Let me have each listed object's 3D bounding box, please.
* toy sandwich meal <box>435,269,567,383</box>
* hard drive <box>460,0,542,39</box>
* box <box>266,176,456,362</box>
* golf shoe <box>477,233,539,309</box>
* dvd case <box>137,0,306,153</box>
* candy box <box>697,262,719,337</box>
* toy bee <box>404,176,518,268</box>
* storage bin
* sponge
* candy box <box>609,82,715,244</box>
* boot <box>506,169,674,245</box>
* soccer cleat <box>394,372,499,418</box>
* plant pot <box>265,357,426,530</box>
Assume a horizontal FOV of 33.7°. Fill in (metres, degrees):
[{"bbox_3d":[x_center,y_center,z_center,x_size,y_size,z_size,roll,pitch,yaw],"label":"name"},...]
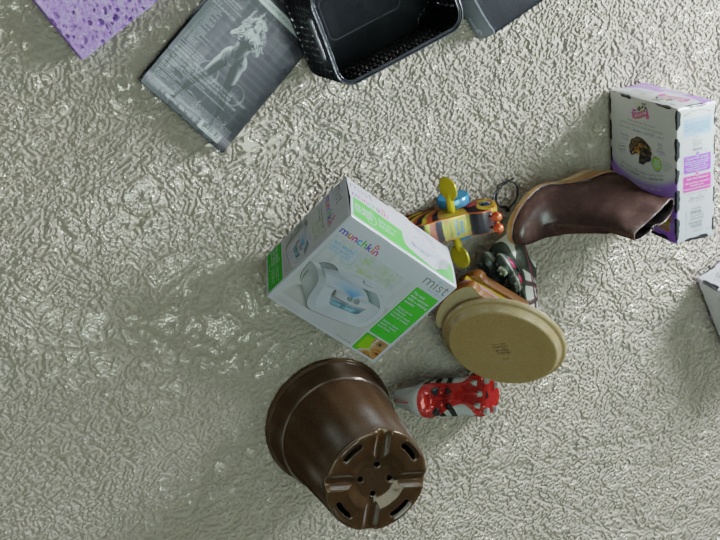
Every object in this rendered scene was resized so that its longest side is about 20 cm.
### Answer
[{"bbox_3d":[0.207,0.086,1.746,0.205,0.204,0.071,45,44,-28],"label":"toy sandwich meal"},{"bbox_3d":[0.176,-0.430,1.619,0.134,0.042,0.201,-34,117,-8],"label":"hard drive"},{"bbox_3d":[0.000,0.000,1.633,0.199,0.097,0.176,34,119,-28],"label":"box"},{"bbox_3d":[0.243,0.031,1.785,0.088,0.077,0.201,-49,137,-30],"label":"golf shoe"},{"bbox_3d":[-0.170,-0.276,1.544,0.149,0.016,0.200,40,90,-28],"label":"dvd case"},{"bbox_3d":[0.675,0.034,1.958,0.199,0.072,0.169,-34,117,-8],"label":"candy box"},{"bbox_3d":[0.151,-0.080,1.692,0.200,0.109,0.131,-39,116,-6],"label":"toy bee"},{"bbox_3d":[0.017,-0.343,1.546,0.199,0.094,0.136,-30,116,-17],"label":"storage bin"},{"bbox_3d":[-0.299,-0.361,1.454,0.200,0.030,0.112,-39,118,-6],"label":"sponge"},{"bbox_3d":[0.442,-0.161,1.749,0.071,0.168,0.202,-13,112,-19],"label":"candy box"},{"bbox_3d":[0.324,-0.078,1.693,0.199,0.166,0.073,-33,127,-24],"label":"boot"},{"bbox_3d":[0.135,0.190,1.804,0.199,0.085,0.069,-1,91,-47],"label":"soccer cleat"},{"bbox_3d":[-0.011,0.254,1.688,0.198,0.198,0.202,-7,110,-21],"label":"plant pot"}]
